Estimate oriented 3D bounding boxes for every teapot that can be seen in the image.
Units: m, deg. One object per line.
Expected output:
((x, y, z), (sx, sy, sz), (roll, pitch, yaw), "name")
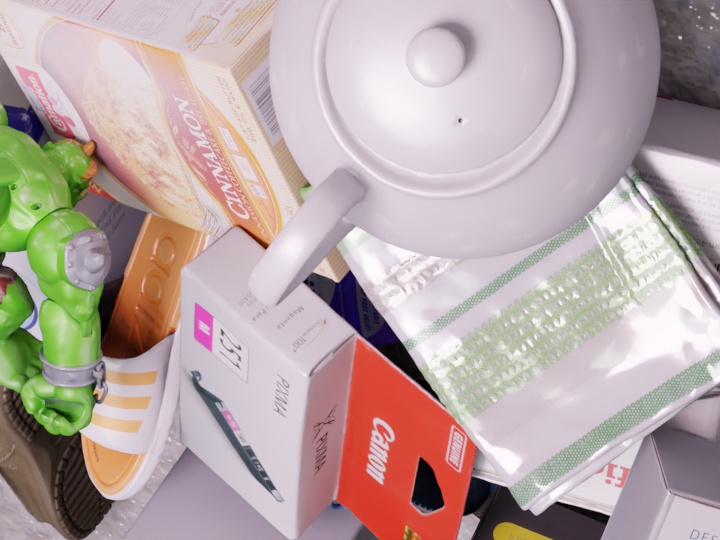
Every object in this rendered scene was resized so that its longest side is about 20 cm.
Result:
((0.040, -0.092, 1.280), (0.197, 0.146, 0.201), (-5, 95, 10), "teapot")

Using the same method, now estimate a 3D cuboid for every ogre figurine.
((-0.193, -0.018, 1.490), (0.120, 0.098, 0.200), (-57, 45, 42), "ogre figurine")

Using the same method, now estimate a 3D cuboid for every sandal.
((-0.134, 0.027, 1.566), (0.079, 0.059, 0.207), (36, 115, 46), "sandal")

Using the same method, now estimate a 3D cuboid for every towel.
((0.083, 0.001, 1.368), (0.149, 0.031, 0.200), (-36, 92, 10), "towel")

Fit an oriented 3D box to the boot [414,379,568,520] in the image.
((0.130, 0.116, 1.599), (0.200, 0.069, 0.174), (49, 140, -9), "boot")

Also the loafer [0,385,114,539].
((-0.203, 0.097, 1.758), (0.067, 0.076, 0.200), (25, 152, 29), "loafer")

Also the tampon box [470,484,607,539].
((0.125, 0.236, 1.606), (0.149, 0.127, 0.200), (21, 156, 14), "tampon box")

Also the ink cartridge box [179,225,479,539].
((-0.022, 0.089, 1.500), (0.173, 0.044, 0.200), (41, 155, 18), "ink cartridge box")

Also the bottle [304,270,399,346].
((0.000, 0.000, 1.566), (0.199, 0.065, 0.084), (11, 126, 23), "bottle")

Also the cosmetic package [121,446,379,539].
((-0.077, 0.204, 1.691), (0.123, 0.200, 0.200), (26, 136, 9), "cosmetic package")

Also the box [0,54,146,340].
((-0.230, -0.051, 1.635), (0.183, 0.105, 0.201), (10, 131, 23), "box")

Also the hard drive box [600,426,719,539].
((0.185, 0.198, 1.410), (0.155, 0.077, 0.201), (18, 111, -9), "hard drive box")

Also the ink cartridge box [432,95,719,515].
((0.129, 0.014, 1.440), (0.146, 0.083, 0.201), (15, 114, 15), "ink cartridge box")

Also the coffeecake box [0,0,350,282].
((-0.088, -0.094, 1.455), (0.200, 0.073, 0.154), (19, 149, 40), "coffeecake box")

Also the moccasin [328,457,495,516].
((-0.014, 0.097, 1.621), (0.200, 0.068, 0.081), (24, 131, 35), "moccasin")
